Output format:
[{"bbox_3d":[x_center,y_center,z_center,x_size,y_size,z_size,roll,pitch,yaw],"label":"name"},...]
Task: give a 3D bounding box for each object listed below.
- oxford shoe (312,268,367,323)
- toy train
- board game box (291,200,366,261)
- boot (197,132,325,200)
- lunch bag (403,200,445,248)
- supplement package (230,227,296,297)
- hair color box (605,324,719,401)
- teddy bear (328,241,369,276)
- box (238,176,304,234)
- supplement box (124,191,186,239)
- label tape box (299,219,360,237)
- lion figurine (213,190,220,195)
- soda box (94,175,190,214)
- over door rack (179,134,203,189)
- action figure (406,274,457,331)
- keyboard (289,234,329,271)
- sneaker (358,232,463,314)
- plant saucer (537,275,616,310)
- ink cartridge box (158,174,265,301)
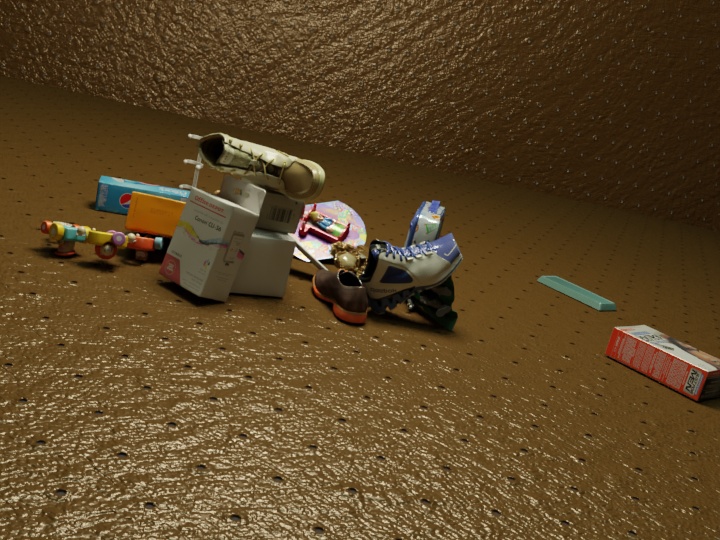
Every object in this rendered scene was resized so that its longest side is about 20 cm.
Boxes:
[{"bbox_3d":[-0.032,0.028,1.500,0.071,0.073,0.200,5,17,-27],"label":"oxford shoe"},{"bbox_3d":[-0.458,-0.047,1.456,0.200,0.056,0.150,8,1,-2],"label":"toy train"},{"bbox_3d":[-0.081,-0.099,1.786,0.200,0.039,0.158,-10,54,-20],"label":"board game box"},{"bbox_3d":[-0.170,-0.178,1.399,0.200,0.072,0.155,24,7,42],"label":"boot"},{"bbox_3d":[0.141,-0.076,1.854,0.075,0.161,0.200,15,16,5],"label":"lunch bag"},{"bbox_3d":[-0.211,-0.039,1.516,0.114,0.110,0.200,7,16,-27],"label":"supplement package"},{"bbox_3d":[0.576,0.168,1.537,0.111,0.064,0.200,1,21,-41],"label":"hair color box"},{"bbox_3d":[0.000,0.000,1.619,0.145,0.067,0.200,27,11,-11],"label":"teddy bear"},{"bbox_3d":[-0.171,-0.135,1.545,0.082,0.069,0.200,11,17,-20],"label":"box"},{"bbox_3d":[-0.370,-0.099,1.585,0.126,0.074,0.200,12,1,-6],"label":"supplement box"},{"bbox_3d":[-0.101,-0.090,1.887,0.200,0.066,0.143,16,16,-2],"label":"label tape box"},{"bbox_3d":[-0.263,-0.098,1.754,0.200,0.072,0.123,3,51,-55],"label":"lion figurine"},{"bbox_3d":[-0.470,-0.153,1.796,0.200,0.064,0.068,10,16,-16],"label":"soda box"},{"bbox_3d":[-0.369,-0.251,2.068,0.200,0.148,0.067,21,15,27],"label":"over door rack"},{"bbox_3d":[0.115,0.036,1.578,0.055,0.118,0.200,-3,12,-23],"label":"action figure"},{"bbox_3d":[-0.130,-0.055,1.631,0.200,0.011,0.056,43,-5,6],"label":"keyboard"},{"bbox_3d":[0.077,-0.015,1.476,0.115,0.199,0.081,53,8,-28],"label":"sneaker"},{"bbox_3d":[0.523,0.052,1.994,0.070,0.019,0.200,1,18,-38],"label":"plant saucer"},{"bbox_3d":[-0.248,-0.063,1.383,0.116,0.200,0.067,24,4,35],"label":"ink cartridge box"}]
